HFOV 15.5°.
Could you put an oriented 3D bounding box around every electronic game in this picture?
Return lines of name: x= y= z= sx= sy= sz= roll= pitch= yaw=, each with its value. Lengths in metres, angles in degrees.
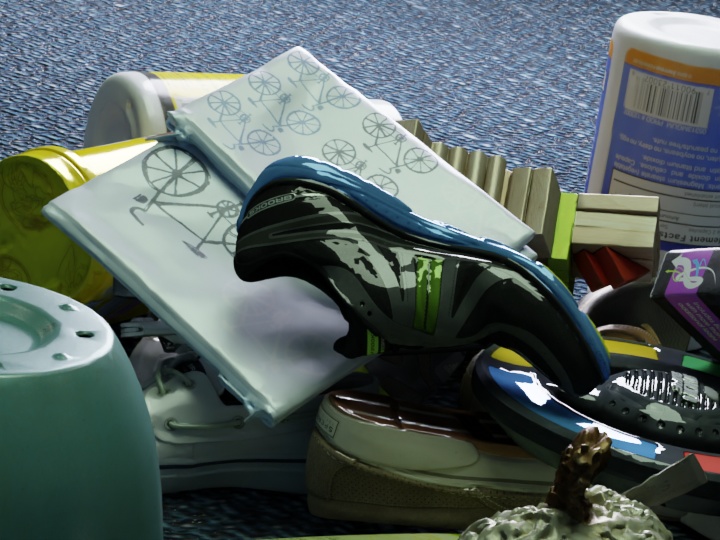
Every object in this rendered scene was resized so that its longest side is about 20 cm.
electronic game: x=0.153 y=0.073 z=1.323 sx=0.200 sy=0.042 sz=0.200 roll=12 pitch=15 yaw=-3

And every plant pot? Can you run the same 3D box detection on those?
plant pot: x=-0.171 y=0.094 z=1.082 sx=0.201 sy=0.161 sz=0.201 roll=9 pitch=18 yaw=-3

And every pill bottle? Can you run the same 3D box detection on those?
pill bottle: x=-0.073 y=-0.074 z=1.749 sx=0.200 sy=0.111 sz=0.111 roll=0 pitch=19 yaw=-29
pill bottle: x=0.199 y=-0.056 z=1.676 sx=0.112 sy=0.200 sz=0.112 roll=8 pitch=18 yaw=-2

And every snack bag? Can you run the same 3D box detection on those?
snack bag: x=-0.039 y=-0.024 z=1.363 sx=0.200 sy=0.021 sz=0.189 roll=-31 pitch=60 yaw=-34

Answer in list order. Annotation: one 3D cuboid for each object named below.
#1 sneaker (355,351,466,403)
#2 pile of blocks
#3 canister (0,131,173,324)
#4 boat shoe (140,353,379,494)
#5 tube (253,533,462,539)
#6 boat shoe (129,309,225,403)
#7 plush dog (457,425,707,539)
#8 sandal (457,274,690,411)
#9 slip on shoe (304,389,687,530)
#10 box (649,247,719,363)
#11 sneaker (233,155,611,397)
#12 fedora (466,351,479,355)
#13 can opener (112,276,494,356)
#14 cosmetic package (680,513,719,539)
sneaker: x=0.000 y=0.000 z=1.471 sx=0.074 sy=0.081 sz=0.200 roll=45 pitch=17 yaw=-58
pile of blocks: x=0.075 y=-0.019 z=1.466 sx=0.200 sy=0.082 sz=0.062 roll=18 pitch=56 yaw=-9
canister: x=-0.150 y=-0.017 z=1.488 sx=0.200 sy=0.149 sz=0.087 roll=-17 pitch=75 yaw=-59
boat shoe: x=-0.086 y=0.073 z=1.347 sx=0.200 sy=0.067 sz=0.074 roll=2 pitch=18 yaw=-22
tube: x=0.016 y=0.143 z=1.216 sx=0.200 sy=0.052 sz=0.058 roll=1 pitch=59 yaw=-39
boat shoe: x=-0.087 y=0.033 z=1.481 sx=0.066 sy=0.072 sz=0.200 roll=10 pitch=23 yaw=5
plush dog: x=0.099 y=0.173 z=1.038 sx=0.200 sy=0.160 sz=0.172 roll=-3 pitch=47 yaw=-29
sandal: x=0.131 y=0.056 z=1.479 sx=0.055 sy=0.082 sz=0.200 roll=9 pitch=16 yaw=40
slip on shoe: x=0.069 y=0.109 z=1.326 sx=0.200 sy=0.061 sz=0.076 roll=10 pitch=14 yaw=-20
box: x=0.267 y=0.036 z=1.351 sx=0.200 sy=0.036 sz=0.143 roll=-5 pitch=-37 yaw=47
sneaker: x=0.028 y=0.016 z=1.292 sx=0.200 sy=0.083 sz=0.071 roll=25 pitch=-17 yaw=9
fedora: x=0.043 y=-0.013 z=1.594 sx=0.201 sy=0.082 sz=0.201 roll=23 pitch=9 yaw=-4
can opener: x=-0.027 y=0.013 z=1.370 sx=0.200 sy=0.067 sz=0.053 roll=-3 pitch=-3 yaw=-10
cosmetic package: x=0.207 y=0.113 z=1.397 sx=0.083 sy=0.051 sz=0.200 roll=-1 pitch=20 yaw=-37
